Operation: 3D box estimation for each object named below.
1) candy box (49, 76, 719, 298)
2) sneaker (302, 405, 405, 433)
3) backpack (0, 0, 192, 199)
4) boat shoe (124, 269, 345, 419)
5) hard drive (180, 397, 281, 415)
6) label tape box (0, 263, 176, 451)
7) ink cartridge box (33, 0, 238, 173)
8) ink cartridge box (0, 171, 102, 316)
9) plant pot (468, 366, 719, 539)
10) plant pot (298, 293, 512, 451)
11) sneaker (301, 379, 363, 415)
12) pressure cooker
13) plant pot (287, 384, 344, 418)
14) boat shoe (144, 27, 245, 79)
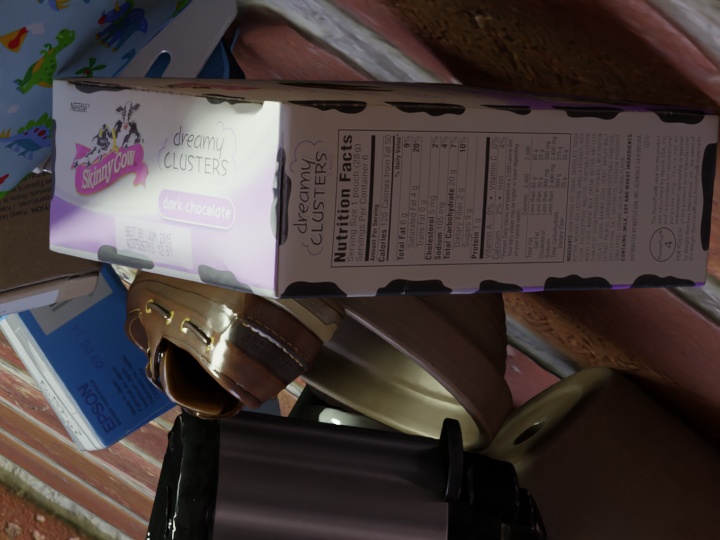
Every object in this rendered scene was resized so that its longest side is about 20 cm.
[{"bbox_3d":[0.006,-0.035,0.995,0.200,0.072,0.168,-2,-172,-34],"label":"candy box"},{"bbox_3d":[-0.007,0.125,1.459,0.075,0.089,0.200,13,176,4],"label":"sneaker"},{"bbox_3d":[-0.162,-0.108,1.030,0.154,0.200,0.163,31,175,28],"label":"backpack"},{"bbox_3d":[-0.076,0.033,1.233,0.072,0.068,0.200,36,165,-17],"label":"boat shoe"},{"bbox_3d":[-0.078,0.054,1.467,0.042,0.200,0.135,-12,-177,-12],"label":"hard drive"},{"bbox_3d":[-0.175,0.033,1.530,0.144,0.063,0.200,57,168,-2],"label":"label tape box"},{"bbox_3d":[-0.169,-0.123,1.169,0.200,0.116,0.067,23,163,29],"label":"ink cartridge box"},{"bbox_3d":[-0.249,-0.046,1.325,0.075,0.200,0.165,134,121,-76],"label":"ink cartridge box"},{"bbox_3d":[0.142,0.151,1.383,0.175,0.200,0.200,53,163,-9],"label":"plant pot"},{"bbox_3d":[0.000,0.000,1.292,0.201,0.093,0.201,29,165,8],"label":"plant pot"},{"bbox_3d":[-0.017,0.040,1.522,0.080,0.076,0.200,29,167,39],"label":"sneaker"},{"bbox_3d":[-0.007,0.164,1.274,0.200,0.179,0.176,8,163,-7],"label":"pressure cooker"},{"bbox_3d":[0.006,0.180,1.641,0.200,0.200,0.177,30,175,7],"label":"plant pot"},{"bbox_3d":[-0.096,-0.089,1.239,0.069,0.084,0.200,52,173,-30],"label":"boat shoe"}]
